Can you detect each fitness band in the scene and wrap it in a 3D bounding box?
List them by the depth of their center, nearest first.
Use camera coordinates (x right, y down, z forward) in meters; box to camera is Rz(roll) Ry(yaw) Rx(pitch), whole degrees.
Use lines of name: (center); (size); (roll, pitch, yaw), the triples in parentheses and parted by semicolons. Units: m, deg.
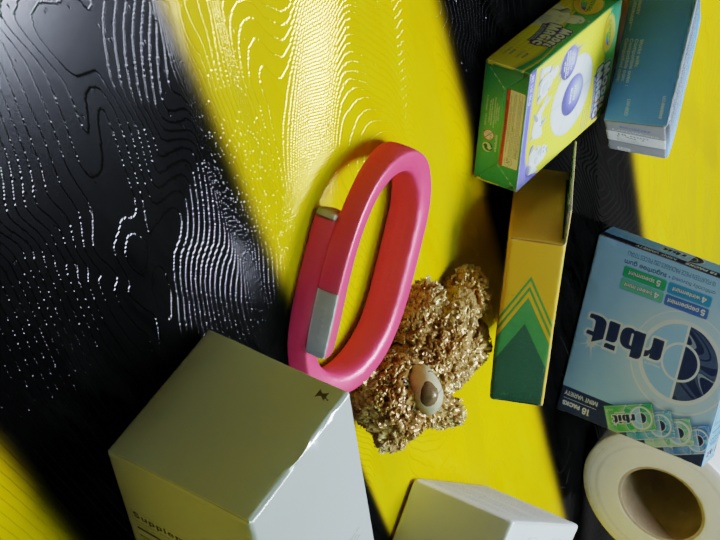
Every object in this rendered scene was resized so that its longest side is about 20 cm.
fitness band: (0.000, 0.000, 1.464); (0.143, 0.037, 0.201); (-19, 127, -63)

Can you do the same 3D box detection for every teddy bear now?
teddy bear: (0.065, 0.073, 1.616); (0.200, 0.066, 0.146); (-16, 121, -62)

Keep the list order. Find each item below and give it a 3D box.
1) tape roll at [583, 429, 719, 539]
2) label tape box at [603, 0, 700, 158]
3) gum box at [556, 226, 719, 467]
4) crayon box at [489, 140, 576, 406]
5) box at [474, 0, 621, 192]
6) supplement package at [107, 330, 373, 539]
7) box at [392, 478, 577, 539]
tape roll: (0.373, 0.226, 2.221); (0.139, 0.202, 0.204); (-44, 146, -42)
label tape box: (0.265, -0.192, 1.752); (0.200, 0.063, 0.145); (39, 64, -78)
gum box: (0.305, 0.078, 1.997); (0.044, 0.169, 0.201); (-24, 130, -58)
crayon box: (0.151, -0.001, 1.703); (0.126, 0.051, 0.201); (-76, 173, -57)
box: (0.168, -0.162, 1.668); (0.200, 0.048, 0.118); (-44, 146, -47)
supplement package: (-0.076, 0.163, 1.327); (0.121, 0.119, 0.201); (-50, 150, -32)
box: (0.104, 0.287, 1.821); (0.200, 0.106, 0.153); (20, 90, -66)
